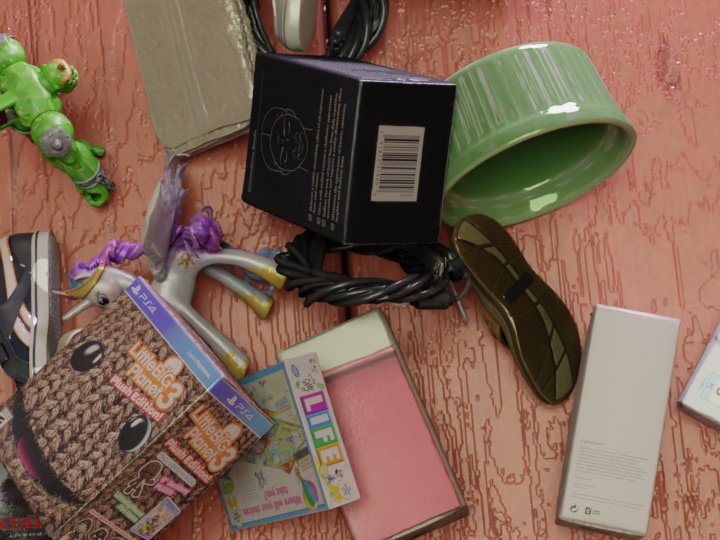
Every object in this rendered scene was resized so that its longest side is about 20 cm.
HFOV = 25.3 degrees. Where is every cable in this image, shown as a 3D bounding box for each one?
[{"bbox_3d":[0.000,0.000,1.503,0.163,0.200,0.051,-12,113,-24],"label":"cable"},{"bbox_3d":[-0.050,-0.273,1.627,0.163,0.051,0.200,-8,75,-1],"label":"cable"}]

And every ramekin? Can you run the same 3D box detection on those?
[{"bbox_3d":[0.149,-0.128,1.507,0.200,0.200,0.098,-20,69,1],"label":"ramekin"}]

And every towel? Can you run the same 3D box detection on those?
[{"bbox_3d":[-0.164,-0.221,1.607,0.132,0.034,0.200,-18,82,28],"label":"towel"}]

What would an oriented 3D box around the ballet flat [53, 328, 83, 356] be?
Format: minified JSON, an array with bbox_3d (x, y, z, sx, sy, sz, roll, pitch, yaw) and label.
[{"bbox_3d":[-0.221,0.137,1.545,0.069,0.069,0.200,-43,99,-4],"label":"ballet flat"}]

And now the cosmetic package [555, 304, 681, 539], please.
[{"bbox_3d":[0.236,0.142,1.482,0.085,0.108,0.200,11,80,8],"label":"cosmetic package"}]

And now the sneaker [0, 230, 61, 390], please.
[{"bbox_3d":[-0.336,0.059,1.572,0.079,0.078,0.200,-6,66,0],"label":"sneaker"}]

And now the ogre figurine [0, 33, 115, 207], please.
[{"bbox_3d":[-0.319,-0.160,1.595,0.098,0.120,0.200,-15,77,2],"label":"ogre figurine"}]

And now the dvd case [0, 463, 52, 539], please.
[{"bbox_3d":[-0.275,0.234,1.470,0.146,0.200,0.022,-3,121,-10],"label":"dvd case"}]

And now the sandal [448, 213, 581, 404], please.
[{"bbox_3d":[0.144,0.036,1.531,0.080,0.054,0.200,-38,98,-30],"label":"sandal"}]

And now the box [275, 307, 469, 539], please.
[{"bbox_3d":[0.013,0.154,1.490,0.109,0.128,0.200,-24,76,0],"label":"box"}]

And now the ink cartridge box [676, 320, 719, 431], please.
[{"bbox_3d":[0.422,0.104,1.502,0.200,0.047,0.160,28,82,13],"label":"ink cartridge box"}]

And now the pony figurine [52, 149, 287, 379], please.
[{"bbox_3d":[-0.175,-0.008,1.546,0.200,0.167,0.193,24,89,-5],"label":"pony figurine"}]

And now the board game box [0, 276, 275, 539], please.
[{"bbox_3d":[-0.207,0.137,1.415,0.200,0.097,0.159,-44,50,-3],"label":"board game box"}]

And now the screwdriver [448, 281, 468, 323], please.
[{"bbox_3d":[0.068,-0.041,1.574,0.028,0.029,0.200,-21,72,1],"label":"screwdriver"}]

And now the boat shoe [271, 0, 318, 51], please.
[{"bbox_3d":[-0.082,-0.305,1.574,0.071,0.070,0.201,-5,71,10],"label":"boat shoe"}]

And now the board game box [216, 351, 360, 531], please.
[{"bbox_3d":[-0.081,0.160,1.461,0.034,0.200,0.135,-14,84,-32],"label":"board game box"}]

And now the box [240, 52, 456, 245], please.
[{"bbox_3d":[-0.015,-0.116,1.487,0.107,0.200,0.149,-2,105,-32],"label":"box"}]
